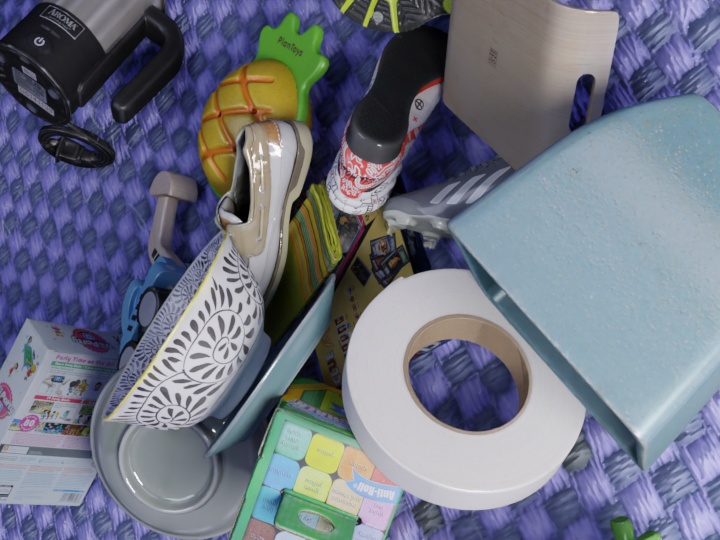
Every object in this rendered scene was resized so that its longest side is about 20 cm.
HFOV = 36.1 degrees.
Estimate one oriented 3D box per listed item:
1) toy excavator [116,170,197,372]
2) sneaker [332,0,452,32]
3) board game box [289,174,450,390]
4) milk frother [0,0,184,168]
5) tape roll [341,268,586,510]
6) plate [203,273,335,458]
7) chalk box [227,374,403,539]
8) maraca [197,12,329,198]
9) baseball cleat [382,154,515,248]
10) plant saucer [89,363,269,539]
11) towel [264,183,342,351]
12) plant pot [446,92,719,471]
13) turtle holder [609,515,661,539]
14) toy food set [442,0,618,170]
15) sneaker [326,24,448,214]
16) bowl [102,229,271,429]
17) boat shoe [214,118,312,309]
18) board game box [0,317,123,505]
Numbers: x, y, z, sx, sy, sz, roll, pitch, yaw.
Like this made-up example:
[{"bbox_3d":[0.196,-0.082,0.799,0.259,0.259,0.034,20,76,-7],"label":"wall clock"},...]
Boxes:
[{"bbox_3d":[-0.211,0.012,1.201,0.200,0.099,0.197,44,114,50],"label":"toy excavator"},{"bbox_3d":[0.064,-0.267,1.018,0.196,0.077,0.077,5,121,16],"label":"sneaker"},{"bbox_3d":[0.000,0.000,1.065,0.134,0.034,0.203,-29,65,31],"label":"board game box"},{"bbox_3d":[-0.318,-0.243,1.313,0.189,0.180,0.199,-54,12,-26],"label":"milk frother"},{"bbox_3d":[0.083,0.091,0.892,0.037,0.199,0.205,105,145,-56],"label":"tape roll"},{"bbox_3d":[-0.074,0.091,0.992,0.025,0.200,0.201,36,108,-3],"label":"plate"},{"bbox_3d":[-0.030,0.181,0.931,0.123,0.200,0.126,21,95,-1],"label":"chalk box"},{"bbox_3d":[-0.098,-0.163,1.129,0.136,0.106,0.203,34,101,39],"label":"maraca"},{"bbox_3d":[0.115,-0.074,0.974,0.197,0.070,0.109,4,78,27],"label":"baseball cleat"},{"bbox_3d":[-0.184,0.183,1.101,0.196,0.050,0.204,2,104,9],"label":"plant saucer"},{"bbox_3d":[-0.074,0.008,1.086,0.200,0.018,0.087,-51,43,44],"label":"towel"},{"bbox_3d":[0.208,-0.005,0.792,0.199,0.196,0.196,-41,69,1],"label":"plant pot"},{"bbox_3d":[0.181,0.264,0.788,0.185,0.139,0.134,148,104,-71],"label":"turtle holder"},{"bbox_3d":[0.133,-0.176,0.902,0.200,0.059,0.146,-127,34,-49],"label":"toy food set"},{"bbox_3d":[0.027,-0.138,1.018,0.066,0.203,0.109,27,137,3],"label":"sneaker"},{"bbox_3d":[-0.142,0.073,1.008,0.202,0.093,0.201,-53,14,18],"label":"bowl"},{"bbox_3d":[-0.106,-0.051,1.064,0.075,0.067,0.203,42,124,50],"label":"boat shoe"},{"bbox_3d":[-0.343,0.163,1.237,0.064,0.146,0.202,42,107,38],"label":"board game box"}]
